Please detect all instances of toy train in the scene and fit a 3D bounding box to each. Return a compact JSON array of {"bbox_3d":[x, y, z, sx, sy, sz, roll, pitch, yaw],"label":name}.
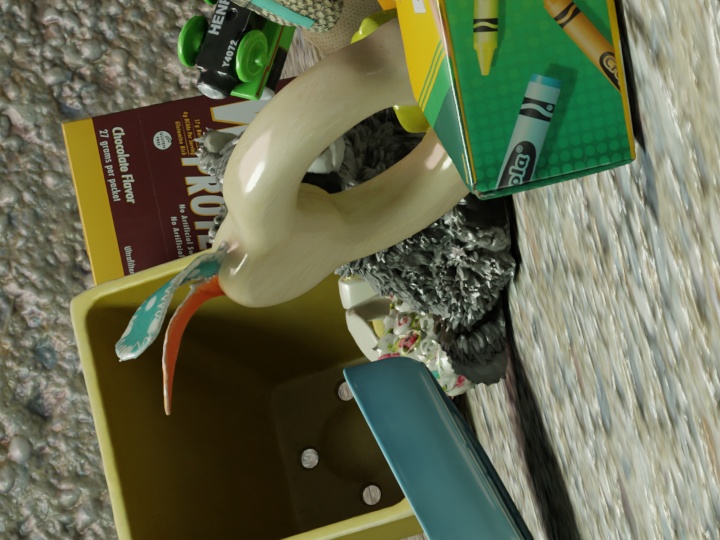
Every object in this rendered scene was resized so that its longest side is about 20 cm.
[{"bbox_3d":[-0.026,-0.163,1.227,0.056,0.042,0.200,33,-106,-64],"label":"toy train"}]

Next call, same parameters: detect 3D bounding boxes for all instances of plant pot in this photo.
[{"bbox_3d":[-0.036,0.095,1.781,0.200,0.195,0.194,31,-137,-67],"label":"plant pot"}]

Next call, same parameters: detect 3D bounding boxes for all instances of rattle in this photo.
[{"bbox_3d":[-0.043,-0.057,1.181,0.143,0.200,0.130,54,-159,12],"label":"rattle"}]

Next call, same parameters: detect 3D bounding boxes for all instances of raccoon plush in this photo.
[{"bbox_3d":[0.000,0.000,1.333,0.097,0.134,0.200,-108,7,-54],"label":"raccoon plush"}]

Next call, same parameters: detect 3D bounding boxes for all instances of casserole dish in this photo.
[{"bbox_3d":[0.053,0.117,1.370,0.121,0.039,0.200,54,-174,-45],"label":"casserole dish"}]

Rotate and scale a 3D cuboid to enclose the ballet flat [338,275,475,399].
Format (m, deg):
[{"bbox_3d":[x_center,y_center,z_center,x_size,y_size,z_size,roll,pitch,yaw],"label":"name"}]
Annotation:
[{"bbox_3d":[0.021,0.013,1.605,0.200,0.064,0.076,-111,9,-69],"label":"ballet flat"}]

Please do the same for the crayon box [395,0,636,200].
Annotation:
[{"bbox_3d":[0.037,-0.138,0.944,0.119,0.058,0.200,-114,12,-69],"label":"crayon box"}]

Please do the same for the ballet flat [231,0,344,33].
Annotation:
[{"bbox_3d":[0.001,-0.167,1.142,0.068,0.075,0.200,-44,19,51],"label":"ballet flat"}]

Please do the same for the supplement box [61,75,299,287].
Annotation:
[{"bbox_3d":[-0.085,-0.049,1.908,0.197,0.200,0.133,177,81,-86],"label":"supplement box"}]

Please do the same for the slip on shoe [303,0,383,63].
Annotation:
[{"bbox_3d":[0.004,-0.113,1.345,0.200,0.076,0.061,83,-179,-80],"label":"slip on shoe"}]
